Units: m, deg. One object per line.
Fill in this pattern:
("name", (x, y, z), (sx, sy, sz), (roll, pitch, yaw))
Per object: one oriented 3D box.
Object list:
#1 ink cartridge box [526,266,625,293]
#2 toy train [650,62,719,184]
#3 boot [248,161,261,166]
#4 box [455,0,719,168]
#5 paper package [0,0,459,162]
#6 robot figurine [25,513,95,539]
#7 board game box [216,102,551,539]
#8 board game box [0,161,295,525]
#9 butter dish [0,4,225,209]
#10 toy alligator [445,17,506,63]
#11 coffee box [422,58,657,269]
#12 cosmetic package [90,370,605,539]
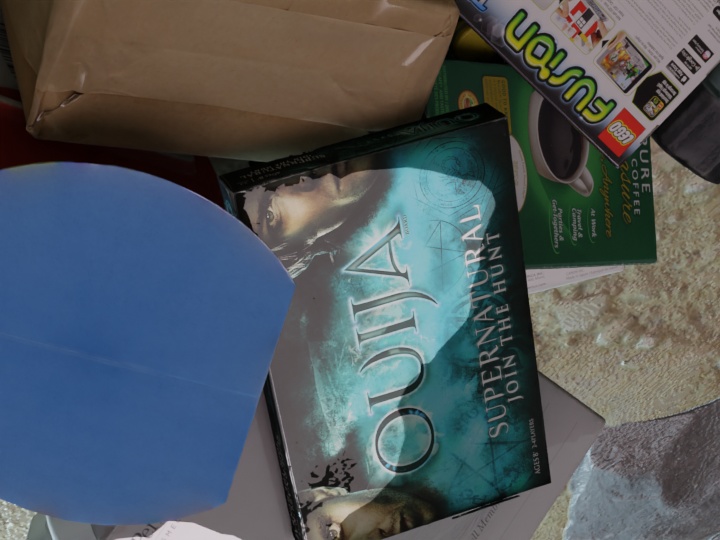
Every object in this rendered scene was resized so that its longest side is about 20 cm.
("ink cartridge box", (0.099, -0.075, 1.012), (0.160, 0.050, 0.201), (-13, 120, -12))
("toy train", (0.253, -0.141, 0.909), (0.085, 0.114, 0.200), (35, 131, -7))
("boot", (0.000, -0.001, 0.913), (0.065, 0.165, 0.200), (-9, 131, 31))
("box", (0.117, -0.154, 0.824), (0.110, 0.035, 0.200), (-46, 127, 9))
("paper package", (-0.073, -0.150, 0.718), (0.190, 0.200, 0.104), (5, 132, -28))
("robot figurine", (-0.146, 0.167, 1.088), (0.200, 0.113, 0.170), (-30, 115, 8))
("board game box", (0.016, 0.033, 0.722), (0.135, 0.028, 0.201), (-17, 115, -13))
("board game box", (-0.120, 0.028, 0.685), (0.157, 0.039, 0.201), (14, 123, -7))
("butter dish", (-0.189, -0.059, 0.752), (0.199, 0.200, 0.148), (17, 125, -44))
("toy alligator", (0.050, -0.141, 0.893), (0.199, 0.059, 0.054), (-5, 136, -20))
("coffee box", (0.099, -0.059, 0.898), (0.199, 0.124, 0.044), (-4, 179, -42))
("cosmetic package", (-0.014, 0.100, 0.823), (0.200, 0.123, 0.200), (35, 87, -16))
